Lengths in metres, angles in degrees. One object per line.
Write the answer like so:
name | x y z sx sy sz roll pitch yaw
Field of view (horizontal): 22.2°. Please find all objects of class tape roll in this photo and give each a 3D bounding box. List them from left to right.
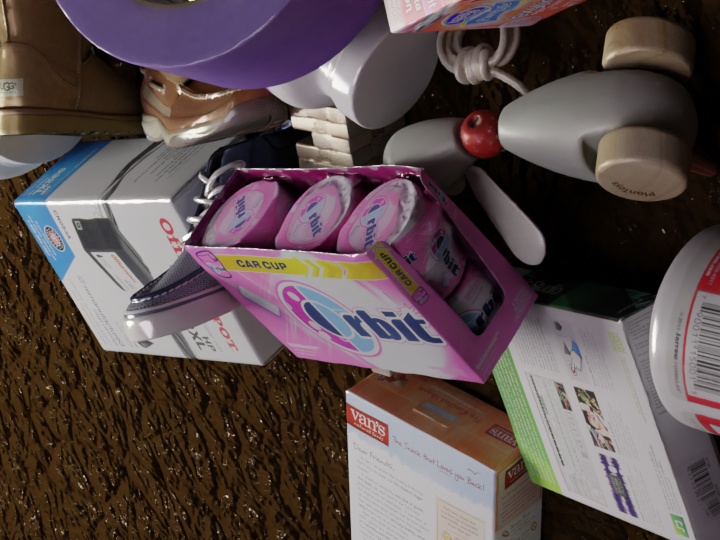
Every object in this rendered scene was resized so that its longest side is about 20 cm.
tape roll | -0.077 -0.205 1.011 0.199 0.085 0.202 -2 85 28

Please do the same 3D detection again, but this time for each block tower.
block tower | 0.003 -0.034 1.197 0.058 0.054 0.201 15 125 43

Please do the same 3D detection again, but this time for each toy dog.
toy dog | 0.117 -0.069 1.014 0.199 0.133 0.096 15 164 48

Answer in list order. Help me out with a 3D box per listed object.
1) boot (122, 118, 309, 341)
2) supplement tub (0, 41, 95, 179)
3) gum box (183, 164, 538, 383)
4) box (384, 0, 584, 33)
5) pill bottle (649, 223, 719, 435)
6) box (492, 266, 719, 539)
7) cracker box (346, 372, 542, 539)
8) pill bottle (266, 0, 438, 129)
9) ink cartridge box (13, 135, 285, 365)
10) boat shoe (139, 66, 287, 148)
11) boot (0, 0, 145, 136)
boot | -0.092 -0.029 1.189 0.072 0.200 0.091 -9 106 39
supplement tub | -0.306 -0.142 1.400 0.199 0.145 0.146 4 118 47
gum box | 0.000 0.000 1.075 0.114 0.066 0.199 46 156 -29
box | 0.058 -0.229 0.917 0.094 0.102 0.202 -17 83 53
pill bottle | 0.254 0.045 0.916 0.199 0.112 0.113 14 125 43
box | 0.137 0.075 1.085 0.200 0.036 0.145 13 126 65
cracker box | 0.058 0.175 1.275 0.133 0.058 0.201 27 133 35
pill bottle | -0.047 -0.167 1.114 0.200 0.104 0.105 38 138 30
ink cartridge box | -0.137 -0.016 1.326 0.199 0.084 0.146 2 127 48
boat shoe | -0.107 -0.124 1.218 0.200 0.075 0.072 11 113 64
boot | -0.195 -0.195 1.281 0.066 0.175 0.202 2 94 24
